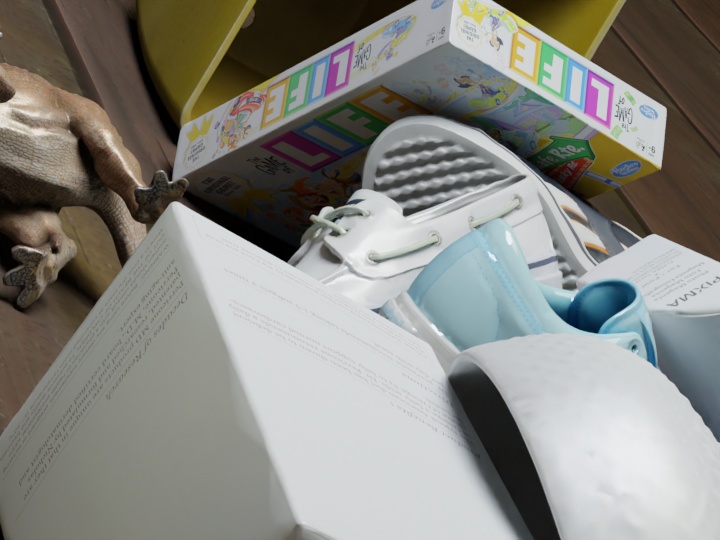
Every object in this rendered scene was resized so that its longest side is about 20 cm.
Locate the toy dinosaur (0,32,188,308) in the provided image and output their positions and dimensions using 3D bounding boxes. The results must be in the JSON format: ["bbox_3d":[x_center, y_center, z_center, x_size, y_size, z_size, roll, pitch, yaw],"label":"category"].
[{"bbox_3d":[-0.145,-0.058,1.126,0.200,0.086,0.136,36,7,-27],"label":"toy dinosaur"}]

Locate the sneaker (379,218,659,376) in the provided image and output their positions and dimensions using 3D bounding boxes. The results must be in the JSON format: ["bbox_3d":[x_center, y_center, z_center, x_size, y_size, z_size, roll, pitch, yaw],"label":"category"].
[{"bbox_3d":[0.101,0.051,1.143,0.200,0.082,0.074,36,12,-32],"label":"sneaker"}]

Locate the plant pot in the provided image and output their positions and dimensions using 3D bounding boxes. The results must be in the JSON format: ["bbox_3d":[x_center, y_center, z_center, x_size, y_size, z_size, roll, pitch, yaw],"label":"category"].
[{"bbox_3d":[-0.007,-0.149,1.514,0.200,0.200,0.176,27,7,-33],"label":"plant pot"}]

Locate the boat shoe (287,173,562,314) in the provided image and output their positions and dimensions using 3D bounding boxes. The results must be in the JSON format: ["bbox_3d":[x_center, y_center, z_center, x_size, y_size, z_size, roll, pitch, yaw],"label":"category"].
[{"bbox_3d":[0.000,0.000,1.177,0.200,0.067,0.073,-12,4,-43],"label":"boat shoe"}]

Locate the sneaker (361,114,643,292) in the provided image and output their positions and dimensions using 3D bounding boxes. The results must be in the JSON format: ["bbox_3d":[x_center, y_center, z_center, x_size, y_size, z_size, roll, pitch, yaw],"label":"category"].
[{"bbox_3d":[0.079,-0.002,1.286,0.200,0.078,0.079,42,17,-14],"label":"sneaker"}]

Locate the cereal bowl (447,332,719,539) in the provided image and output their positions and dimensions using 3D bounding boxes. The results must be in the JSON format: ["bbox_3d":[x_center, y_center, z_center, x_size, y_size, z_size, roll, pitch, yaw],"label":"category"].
[{"bbox_3d":[0.094,0.113,0.922,0.200,0.083,0.201,167,-90,-83],"label":"cereal bowl"}]

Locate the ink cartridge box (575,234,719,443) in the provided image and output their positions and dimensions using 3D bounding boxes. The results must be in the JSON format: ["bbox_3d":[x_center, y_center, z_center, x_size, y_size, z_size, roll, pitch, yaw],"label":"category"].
[{"bbox_3d":[0.178,0.077,1.156,0.163,0.057,0.200,61,-7,-20],"label":"ink cartridge box"}]

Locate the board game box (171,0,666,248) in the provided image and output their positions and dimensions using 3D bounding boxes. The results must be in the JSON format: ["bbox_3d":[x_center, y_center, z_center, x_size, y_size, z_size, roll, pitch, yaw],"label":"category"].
[{"bbox_3d":[0.025,-0.058,1.317,0.134,0.200,0.034,27,57,-32],"label":"board game box"}]

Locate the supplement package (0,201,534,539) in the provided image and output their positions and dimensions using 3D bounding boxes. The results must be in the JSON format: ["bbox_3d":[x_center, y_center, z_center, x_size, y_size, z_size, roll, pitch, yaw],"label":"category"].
[{"bbox_3d":[-0.027,0.090,0.869,0.117,0.117,0.200,30,16,-27],"label":"supplement package"}]
